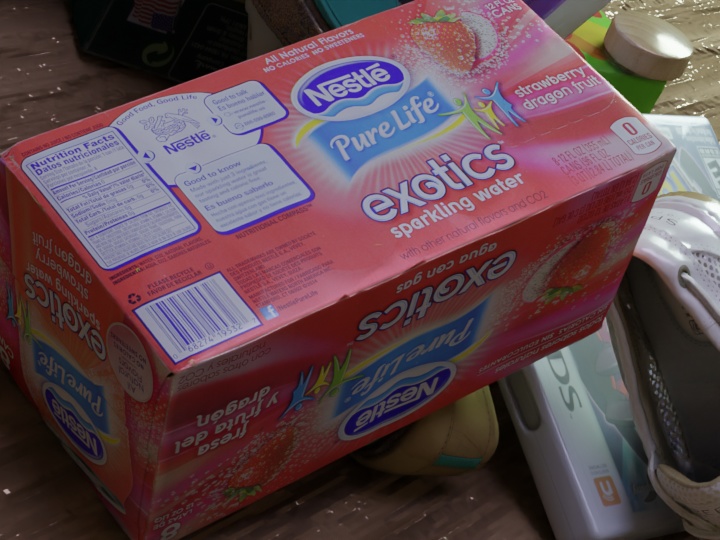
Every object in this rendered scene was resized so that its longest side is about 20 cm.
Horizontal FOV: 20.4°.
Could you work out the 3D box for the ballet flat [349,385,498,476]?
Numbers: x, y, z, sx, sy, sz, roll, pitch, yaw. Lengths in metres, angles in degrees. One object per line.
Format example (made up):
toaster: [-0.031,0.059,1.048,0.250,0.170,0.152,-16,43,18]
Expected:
ballet flat: [0.000,0.000,0.765,0.063,0.069,0.200,22,37,-40]

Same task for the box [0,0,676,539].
box: [-0.011,-0.008,0.651,0.200,0.095,0.103,-24,59,-31]

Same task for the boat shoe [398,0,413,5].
boat shoe: [-0.009,-0.156,0.893,0.200,0.057,0.067,46,29,22]

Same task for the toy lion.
toy lion: [0.063,-0.136,1.051,0.192,0.069,0.200,6,37,-28]

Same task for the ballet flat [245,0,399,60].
ballet flat: [-0.007,-0.081,0.828,0.200,0.067,0.068,59,33,1]

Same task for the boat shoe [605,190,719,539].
boat shoe: [0.136,0.072,0.727,0.069,0.071,0.200,-29,92,-55]

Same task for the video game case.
video game case: [0.117,0.017,0.822,0.200,0.023,0.182,-2,67,-48]

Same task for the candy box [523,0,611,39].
candy box: [0.054,-0.206,0.898,0.072,0.168,0.200,-27,85,-33]

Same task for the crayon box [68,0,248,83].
crayon box: [-0.079,-0.155,0.934,0.127,0.051,0.200,16,33,-29]
